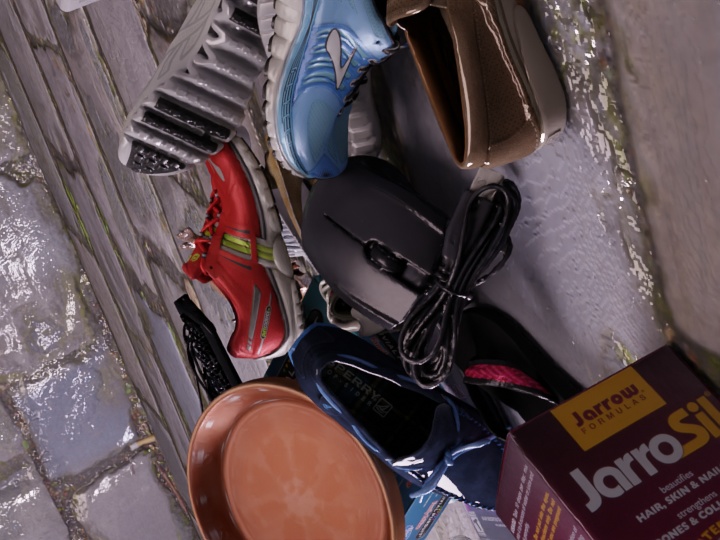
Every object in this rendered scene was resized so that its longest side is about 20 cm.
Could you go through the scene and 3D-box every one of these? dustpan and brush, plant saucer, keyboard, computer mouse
[{"bbox_3d":[-0.080,-0.066,1.049,0.140,0.057,0.200,45,153,45],"label":"dustpan and brush"},{"bbox_3d":[-0.050,0.178,0.908,0.200,0.032,0.201,10,109,32],"label":"plant saucer"},{"bbox_3d":[-0.114,0.116,0.982,0.104,0.040,0.200,34,150,61],"label":"keyboard"},{"bbox_3d":[0.012,-0.024,0.760,0.200,0.053,0.139,36,107,54],"label":"computer mouse"}]

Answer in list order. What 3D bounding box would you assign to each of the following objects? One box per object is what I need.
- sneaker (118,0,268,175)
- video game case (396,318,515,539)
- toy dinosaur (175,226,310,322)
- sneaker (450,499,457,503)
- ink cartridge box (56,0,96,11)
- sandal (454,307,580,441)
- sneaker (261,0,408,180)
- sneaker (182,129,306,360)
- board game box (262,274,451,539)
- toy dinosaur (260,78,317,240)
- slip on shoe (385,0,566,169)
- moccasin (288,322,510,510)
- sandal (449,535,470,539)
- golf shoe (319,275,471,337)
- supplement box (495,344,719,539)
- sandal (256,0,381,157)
[{"bbox_3d":[-0.114,-0.156,0.879,0.075,0.200,0.081,29,-159,-36],"label":"sneaker"},{"bbox_3d":[0.087,0.133,0.930,0.200,0.019,0.143,63,162,2],"label":"video game case"},{"bbox_3d":[-0.126,0.005,1.244,0.136,0.086,0.200,57,167,0],"label":"toy dinosaur"},{"bbox_3d":[0.004,0.132,1.025,0.200,0.081,0.077,60,-174,17],"label":"sneaker"},{"bbox_3d":[-0.167,-0.283,0.863,0.084,0.145,0.200,64,162,-1],"label":"ink cartridge box"},{"bbox_3d":[0.107,0.087,0.770,0.200,0.045,0.075,41,152,49],"label":"sandal"},{"bbox_3d":[-0.007,-0.134,0.706,0.079,0.090,0.200,-72,-8,-47],"label":"sneaker"},{"bbox_3d":[-0.103,-0.024,0.923,0.077,0.085,0.201,180,73,-81],"label":"sneaker"},{"bbox_3d":[-0.002,0.125,0.949,0.200,0.047,0.151,51,126,36],"label":"board game box"},{"bbox_3d":[-0.057,-0.085,0.903,0.101,0.058,0.201,53,-153,-79],"label":"toy dinosaur"},{"bbox_3d":[0.040,-0.149,0.612,0.201,0.060,0.076,67,160,-9],"label":"slip on shoe"},{"bbox_3d":[0.033,0.114,0.797,0.200,0.081,0.068,31,-175,-17],"label":"moccasin"},{"bbox_3d":[0.126,0.313,0.981,0.203,0.050,0.083,46,158,38],"label":"sandal"},{"bbox_3d":[0.000,0.000,0.882,0.200,0.088,0.077,18,133,67],"label":"golf shoe"},{"bbox_3d":[0.170,0.149,0.580,0.200,0.110,0.086,51,157,33],"label":"supplement box"},{"bbox_3d":[-0.023,-0.152,0.792,0.203,0.082,0.050,88,-168,-48],"label":"sandal"}]
